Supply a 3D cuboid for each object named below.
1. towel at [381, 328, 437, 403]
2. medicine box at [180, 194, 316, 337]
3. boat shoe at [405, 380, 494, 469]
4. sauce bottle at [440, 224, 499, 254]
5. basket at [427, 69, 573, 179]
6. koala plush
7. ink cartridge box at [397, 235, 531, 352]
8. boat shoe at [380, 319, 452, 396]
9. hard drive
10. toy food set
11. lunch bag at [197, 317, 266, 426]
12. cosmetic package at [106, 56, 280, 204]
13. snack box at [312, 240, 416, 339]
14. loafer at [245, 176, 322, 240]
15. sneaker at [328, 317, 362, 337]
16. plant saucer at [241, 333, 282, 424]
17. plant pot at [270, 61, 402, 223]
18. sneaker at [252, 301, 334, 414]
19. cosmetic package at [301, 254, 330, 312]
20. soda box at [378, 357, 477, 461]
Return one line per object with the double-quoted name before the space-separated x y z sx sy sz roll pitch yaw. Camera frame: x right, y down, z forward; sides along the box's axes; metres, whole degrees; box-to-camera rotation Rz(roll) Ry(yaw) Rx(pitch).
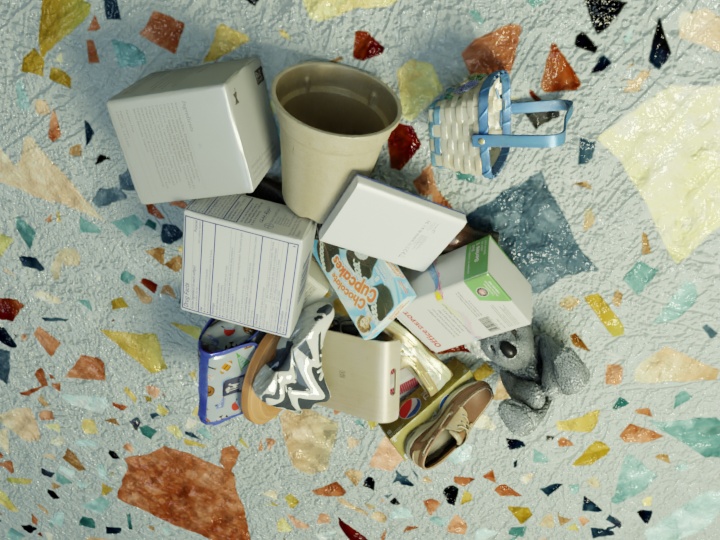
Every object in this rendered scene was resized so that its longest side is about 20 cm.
"towel" 0.093 0.211 1.242 0.141 0.023 0.205 -24 115 -14
"medicine box" -0.185 -0.015 1.055 0.194 0.104 0.186 14 121 3
"boat shoe" 0.171 0.284 1.167 0.200 0.072 0.076 -44 115 -5
"sauce bottle" 0.135 -0.059 1.096 0.194 0.067 0.068 12 121 5
"basket" 0.201 -0.211 0.934 0.194 0.177 0.143 6 118 19
"koala plush" 0.282 0.148 1.154 0.200 0.183 0.178 46 109 7
"ink cartridge box" 0.170 0.046 1.099 0.197 0.086 0.145 -23 129 35
"boat shoe" 0.080 0.150 1.164 0.199 0.074 0.067 41 82 -10
"hard drive" 0.050 -0.068 1.009 0.195 0.026 0.132 16 136 -26
"toy food set" -0.018 0.177 1.169 0.195 0.060 0.148 9 104 30
"lunch bag" -0.235 0.165 1.203 0.121 0.200 0.174 18 121 14
"cosmetic package" -0.252 -0.221 1.016 0.194 0.166 0.169 -3 120 13
"snack box" 0.000 0.000 1.106 0.116 0.037 0.202 -45 66 29
"loafer" -0.111 -0.108 1.110 0.196 0.071 0.075 26 124 18
"sneaker" 0.005 0.170 1.243 0.197 0.076 0.115 33 123 -6
"plant saucer" -0.153 0.192 1.213 0.032 0.200 0.205 20 123 22
"plant pot" -0.050 -0.186 1.001 0.195 0.203 0.186 16 133 1
"sneaker" -0.084 0.164 1.136 0.129 0.079 0.202 40 77 -33
"cosmetic package" -0.153 -0.012 1.162 0.199 0.088 0.103 40 117 -12
"soda box" 0.133 0.260 1.223 0.198 0.068 0.065 -38 114 -7
